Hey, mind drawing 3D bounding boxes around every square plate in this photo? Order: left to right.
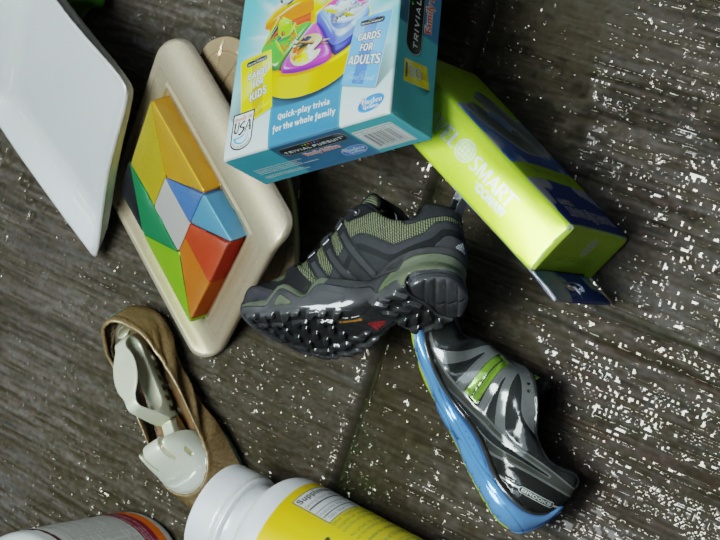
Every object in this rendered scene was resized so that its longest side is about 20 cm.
[{"bbox_3d":[-0.248,-0.146,1.219,0.198,0.028,0.201,51,143,24],"label":"square plate"}]

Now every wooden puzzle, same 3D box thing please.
[{"bbox_3d":[-0.136,-0.050,1.152,0.186,0.037,0.200,60,144,18],"label":"wooden puzzle"}]

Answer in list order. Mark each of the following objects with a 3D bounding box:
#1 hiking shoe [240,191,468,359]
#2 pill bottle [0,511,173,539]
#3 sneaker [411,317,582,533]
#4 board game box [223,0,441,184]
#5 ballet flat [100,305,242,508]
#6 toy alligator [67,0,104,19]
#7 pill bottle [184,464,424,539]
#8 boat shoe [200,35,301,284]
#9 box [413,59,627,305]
[{"bbox_3d":[0.000,0.000,1.064,0.199,0.076,0.101,-12,52,36],"label":"hiking shoe"},{"bbox_3d":[-0.234,0.252,1.148,0.109,0.200,0.111,-1,88,29],"label":"pill bottle"},{"bbox_3d":[0.094,0.087,1.058,0.082,0.071,0.201,-27,71,1],"label":"sneaker"},{"bbox_3d":[-0.016,-0.173,1.012,0.150,0.047,0.202,-12,64,39],"label":"board game box"},{"bbox_3d":[-0.156,0.117,1.183,0.068,0.072,0.201,-32,74,23],"label":"ballet flat"},{"bbox_3d":[-0.259,-0.227,1.257,0.198,0.059,0.055,10,93,29],"label":"toy alligator"},{"bbox_3d":[-0.029,0.221,1.088,0.199,0.111,0.112,23,99,28],"label":"pill bottle"},{"bbox_3d":[-0.073,-0.085,1.148,0.071,0.065,0.202,-5,104,33],"label":"boat shoe"},{"bbox_3d":[0.102,-0.064,1.018,0.048,0.122,0.200,-47,68,18],"label":"box"}]
